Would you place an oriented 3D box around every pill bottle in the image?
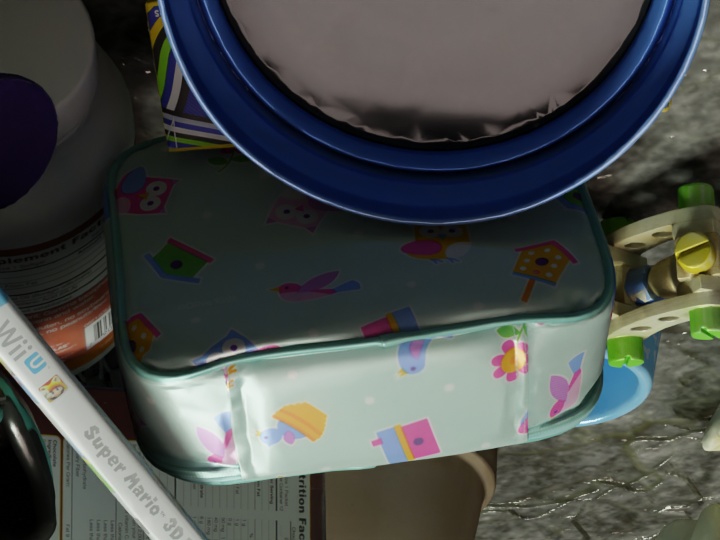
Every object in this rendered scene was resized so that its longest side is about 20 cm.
[{"bbox_3d":[-0.151,-0.041,0.950,0.112,0.113,0.200,2,150,-3],"label":"pill bottle"}]

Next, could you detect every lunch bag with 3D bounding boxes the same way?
[{"bbox_3d":[0.000,0.000,0.879,0.199,0.161,0.077,-8,131,-5],"label":"lunch bag"}]

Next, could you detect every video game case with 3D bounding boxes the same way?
[{"bbox_3d":[-0.121,0.040,0.850,0.018,0.143,0.200,-39,131,-7],"label":"video game case"}]

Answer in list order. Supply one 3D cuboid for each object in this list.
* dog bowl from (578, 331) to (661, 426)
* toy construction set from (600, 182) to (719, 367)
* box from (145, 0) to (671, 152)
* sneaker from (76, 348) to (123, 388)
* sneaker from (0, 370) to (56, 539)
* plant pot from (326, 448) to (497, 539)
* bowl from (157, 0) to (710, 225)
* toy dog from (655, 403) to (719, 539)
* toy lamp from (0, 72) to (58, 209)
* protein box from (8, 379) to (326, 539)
[{"bbox_3d":[0.071,0.029,1.139,0.199,0.050,0.111,20,145,-33],"label":"dog bowl"},{"bbox_3d":[0.104,-0.013,1.019,0.131,0.093,0.200,-13,147,37],"label":"toy construction set"},{"bbox_3d":[0.021,-0.095,0.875,0.199,0.070,0.065,-5,114,7],"label":"box"},{"bbox_3d":[-0.113,0.044,1.138,0.082,0.075,0.200,6,151,-14],"label":"sneaker"},{"bbox_3d":[-0.182,0.037,0.865,0.071,0.080,0.200,-43,124,-4],"label":"sneaker"},{"bbox_3d":[-0.020,0.168,1.263,0.199,0.174,0.200,1,151,1],"label":"plant pot"},{"bbox_3d":[0.026,-0.114,0.800,0.199,0.039,0.202,2,118,3],"label":"bowl"},{"bbox_3d":[0.240,0.107,1.157,0.139,0.194,0.201,12,118,4],"label":"toy dog"},{"bbox_3d":[-0.190,-0.084,0.827,0.200,0.058,0.058,33,172,36],"label":"toy lamp"},{"bbox_3d":[-0.147,0.135,1.065,0.199,0.136,0.198,7,166,-29],"label":"protein box"}]
